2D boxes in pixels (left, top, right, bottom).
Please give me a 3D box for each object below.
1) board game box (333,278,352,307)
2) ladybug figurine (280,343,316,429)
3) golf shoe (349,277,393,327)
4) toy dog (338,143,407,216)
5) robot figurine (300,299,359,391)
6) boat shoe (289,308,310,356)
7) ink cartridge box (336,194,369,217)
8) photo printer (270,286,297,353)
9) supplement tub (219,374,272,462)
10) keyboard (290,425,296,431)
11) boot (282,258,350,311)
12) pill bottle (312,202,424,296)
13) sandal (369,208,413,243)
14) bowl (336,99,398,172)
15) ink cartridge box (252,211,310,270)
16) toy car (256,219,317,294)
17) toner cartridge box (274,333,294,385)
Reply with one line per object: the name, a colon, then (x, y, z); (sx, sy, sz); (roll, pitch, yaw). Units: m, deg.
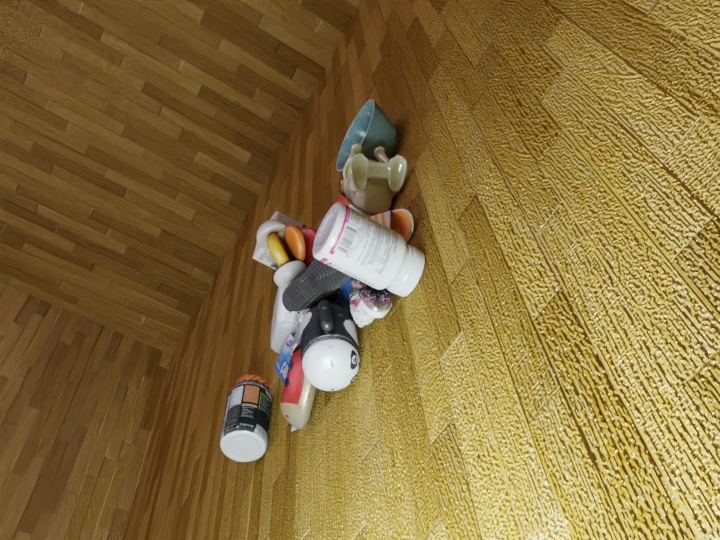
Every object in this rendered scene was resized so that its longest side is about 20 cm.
board game box: (0.000, 0.000, 1.574); (0.157, 0.038, 0.205); (11, 77, 62)
ladybug figurine: (-0.128, 0.242, 1.523); (0.136, 0.070, 0.205); (107, 176, -71)
golf shoe: (0.020, 0.073, 1.393); (0.200, 0.070, 0.095); (-131, 48, -77)
toy dog: (0.022, -0.207, 1.668); (0.200, 0.135, 0.200); (-139, 42, -70)
robot figurine: (-0.062, 0.150, 1.419); (0.124, 0.149, 0.202); (-41, 30, 21)
boat shoe: (-0.119, 0.113, 1.637); (0.071, 0.069, 0.202); (-17, 32, 54)
ink cartridge box: (-0.033, -0.092, 1.556); (0.110, 0.050, 0.200); (-57, 46, 10)
photo printer: (-0.193, 0.104, 1.840); (0.201, 0.067, 0.171); (114, 161, -58)
supplement tub: (-0.289, 0.374, 1.778); (0.123, 0.120, 0.202); (-53, 21, 30)
keyboard: (-0.126, 0.275, 1.620); (0.056, 0.010, 0.204); (-42, 30, 51)
boot: (-0.062, 0.021, 1.507); (0.197, 0.137, 0.079); (-29, 73, 27)
pill bottle: (0.017, -0.035, 1.311); (0.114, 0.196, 0.115); (-51, 22, 31)
sandal: (0.014, -0.067, 1.436); (0.202, 0.059, 0.081); (-19, 82, 19)
bowl: (0.027, -0.328, 1.809); (0.202, 0.103, 0.203); (-54, 20, 30)
ink cartridge box: (-0.175, -0.053, 1.874); (0.145, 0.196, 0.086); (-40, 29, 50)
toy car: (-0.152, -0.035, 1.665); (0.178, 0.147, 0.201); (61, 175, 25)
toner cartridge box: (-0.157, 0.226, 1.685); (0.097, 0.042, 0.200); (-63, 18, -1)
